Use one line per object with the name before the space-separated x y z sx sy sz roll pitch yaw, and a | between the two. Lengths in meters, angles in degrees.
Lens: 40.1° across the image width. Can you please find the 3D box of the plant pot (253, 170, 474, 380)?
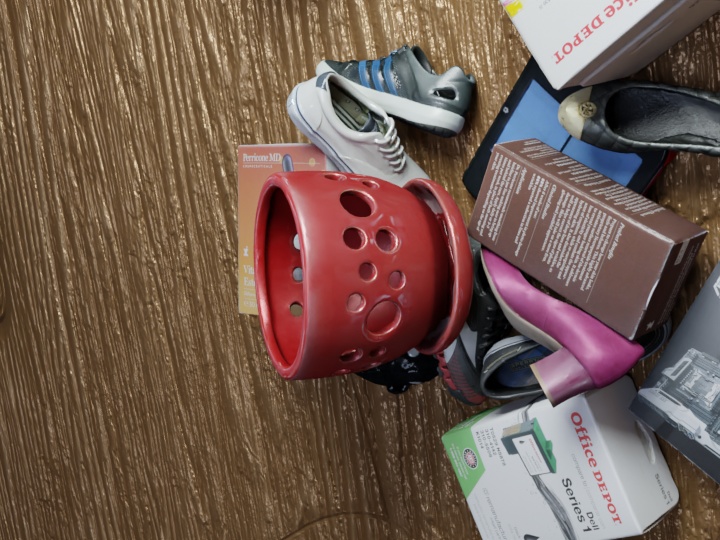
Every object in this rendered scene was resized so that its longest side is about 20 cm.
plant pot | 0.000 0.000 0.979 0.200 0.181 0.203 176 90 -68

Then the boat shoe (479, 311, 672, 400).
boat shoe | 0.203 0.083 0.959 0.199 0.066 0.070 -16 108 30

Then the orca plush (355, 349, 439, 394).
orca plush | 0.002 0.093 1.178 0.199 0.071 0.106 31 122 34

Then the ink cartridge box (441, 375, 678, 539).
ink cartridge box | 0.201 0.202 1.013 0.199 0.084 0.147 -28 83 45

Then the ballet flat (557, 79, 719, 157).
ballet flat | 0.265 -0.132 0.840 0.198 0.057 0.067 9 87 25

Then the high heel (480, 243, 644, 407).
high heel | 0.183 0.030 0.930 0.096 0.067 0.201 -28 56 8

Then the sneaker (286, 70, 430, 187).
sneaker | 0.012 -0.129 1.041 0.199 0.073 0.071 36 150 -23

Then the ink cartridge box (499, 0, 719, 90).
ink cartridge box | 0.199 -0.278 0.826 0.147 0.144 0.201 -38 76 43

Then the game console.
game console | 0.197 -0.107 0.961 0.177 0.031 0.201 47 129 23

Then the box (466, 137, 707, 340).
box | 0.202 -0.035 0.908 0.200 0.075 0.101 37 125 34

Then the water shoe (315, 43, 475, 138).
water shoe | 0.040 -0.206 1.068 0.199 0.071 0.079 28 97 32

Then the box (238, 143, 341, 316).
box | -0.056 -0.046 1.149 0.151 0.106 0.202 5 98 43

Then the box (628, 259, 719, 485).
box | 0.349 0.093 0.863 0.158 0.050 0.201 41 127 28

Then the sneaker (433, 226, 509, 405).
sneaker | 0.127 0.051 1.046 0.097 0.070 0.203 5 105 45
